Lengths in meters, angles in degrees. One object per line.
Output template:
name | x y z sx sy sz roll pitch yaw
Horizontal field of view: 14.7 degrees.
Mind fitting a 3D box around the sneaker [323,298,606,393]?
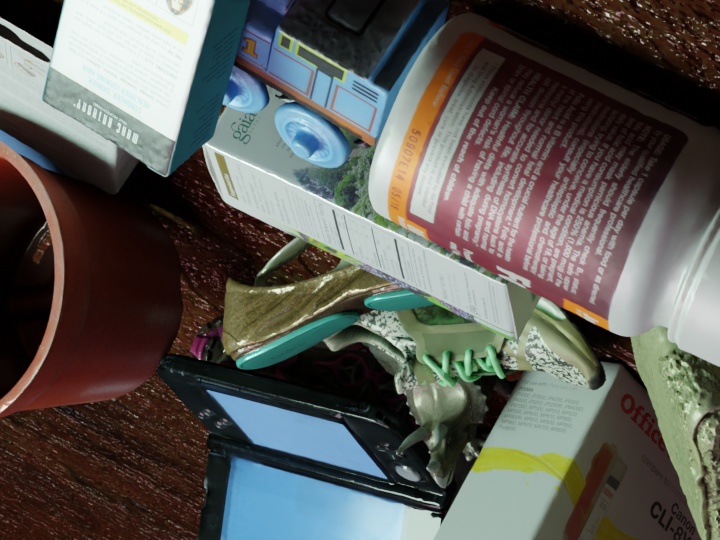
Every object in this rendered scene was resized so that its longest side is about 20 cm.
sneaker | 0.059 0.048 1.744 0.199 0.089 0.077 21 159 28

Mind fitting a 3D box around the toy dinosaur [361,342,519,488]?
toy dinosaur | 0.046 0.060 1.833 0.102 0.077 0.200 41 -167 -45

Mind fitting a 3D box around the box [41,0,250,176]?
box | -0.095 -0.150 1.383 0.082 0.049 0.201 31 131 14

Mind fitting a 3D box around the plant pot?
plant pot | -0.229 0.011 1.883 0.200 0.202 0.195 22 -173 27

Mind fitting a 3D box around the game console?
game console | -0.047 0.160 1.921 0.199 0.117 0.176 12 157 30

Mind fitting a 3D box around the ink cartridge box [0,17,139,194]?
ink cartridge box | -0.210 -0.134 1.770 0.162 0.057 0.200 30 158 4

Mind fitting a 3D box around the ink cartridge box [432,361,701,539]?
ink cartridge box | 0.132 0.173 1.778 0.083 0.201 0.145 5 149 47

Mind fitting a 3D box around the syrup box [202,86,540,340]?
syrup box | 0.017 -0.047 1.580 0.199 0.079 0.082 25 161 18

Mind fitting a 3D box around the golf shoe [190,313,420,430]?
golf shoe | -0.019 0.077 2.000 0.199 0.073 0.092 24 -168 8

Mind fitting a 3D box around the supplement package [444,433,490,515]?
supplement package | 0.143 0.216 1.999 0.200 0.118 0.117 38 160 -18

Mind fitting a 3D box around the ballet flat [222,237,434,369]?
ballet flat | 0.000 0.000 1.711 0.199 0.073 0.068 -19 168 24

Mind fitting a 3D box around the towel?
towel | 0.183 0.068 1.564 0.200 0.036 0.149 69 -178 -58

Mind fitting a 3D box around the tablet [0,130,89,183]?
tablet | -0.275 -0.108 1.989 0.200 0.014 0.130 43 159 -28

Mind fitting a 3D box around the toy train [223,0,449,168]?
toy train | -0.050 -0.136 1.460 0.199 0.087 0.114 31 153 7

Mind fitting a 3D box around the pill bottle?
pill bottle | 0.115 -0.038 1.394 0.199 0.114 0.114 27 161 14
